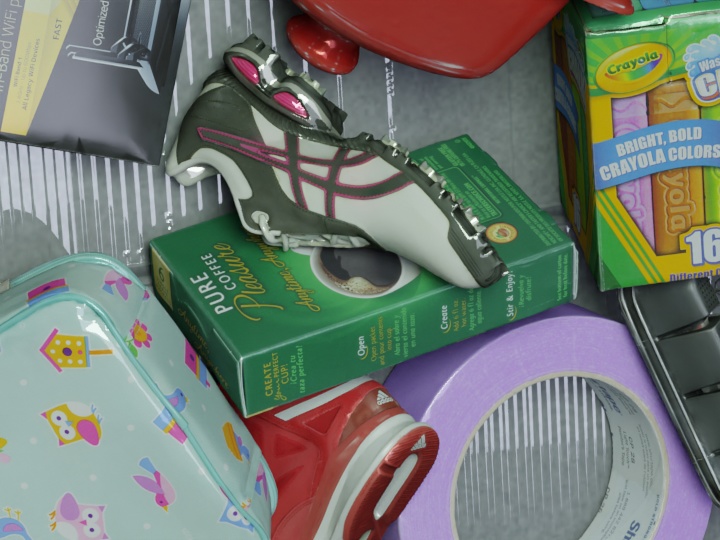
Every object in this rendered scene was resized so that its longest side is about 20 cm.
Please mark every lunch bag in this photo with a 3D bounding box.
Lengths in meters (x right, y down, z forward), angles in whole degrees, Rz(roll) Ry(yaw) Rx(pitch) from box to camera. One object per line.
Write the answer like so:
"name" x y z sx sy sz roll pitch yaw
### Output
"lunch bag" -0.150 0.095 1.492 0.160 0.077 0.200 -28 110 18

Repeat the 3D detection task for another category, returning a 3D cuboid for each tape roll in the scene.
"tape roll" 0.100 0.118 1.637 0.200 0.066 0.201 -5 102 -24

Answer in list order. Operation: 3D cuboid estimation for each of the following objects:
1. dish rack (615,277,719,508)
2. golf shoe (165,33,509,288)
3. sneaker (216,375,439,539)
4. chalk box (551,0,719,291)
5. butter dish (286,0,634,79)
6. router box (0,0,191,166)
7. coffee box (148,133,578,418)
"dish rack" 0.237 0.026 1.658 0.200 0.054 0.154 -41 110 -48
"golf shoe" -0.011 -0.036 1.507 0.088 0.200 0.077 -52 154 -4
"sneaker" -0.045 0.125 1.581 0.078 0.116 0.200 -1 132 -56
"chalk box" 0.171 -0.109 1.556 0.124 0.125 0.200 -8 115 -2
"butter dish" 0.013 -0.168 1.501 0.200 0.200 0.148 23 113 -26
"router box" -0.164 -0.164 1.473 0.157 0.052 0.201 9 96 -24
"coffee box" 0.000 0.000 1.539 0.200 0.123 0.044 -20 131 -21
